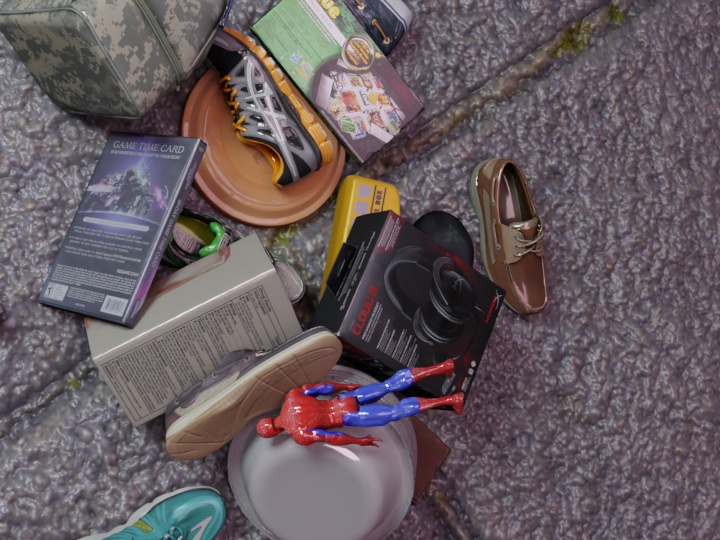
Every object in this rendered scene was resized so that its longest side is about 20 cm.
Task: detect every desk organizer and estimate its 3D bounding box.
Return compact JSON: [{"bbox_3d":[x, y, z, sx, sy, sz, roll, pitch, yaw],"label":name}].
[{"bbox_3d":[0.002,0.171,1.139,0.200,0.072,0.077,44,68,-12],"label":"desk organizer"}]

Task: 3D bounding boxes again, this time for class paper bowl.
[{"bbox_3d":[-0.041,0.208,1.047,0.197,0.105,0.204,2,114,5],"label":"paper bowl"}]

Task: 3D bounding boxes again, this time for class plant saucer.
[{"bbox_3d":[-0.108,-0.151,1.152,0.197,0.032,0.204,3,83,-21],"label":"plant saucer"}]

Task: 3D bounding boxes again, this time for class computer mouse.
[{"bbox_3d":[0.095,0.024,1.203,0.137,0.053,0.203,13,79,-19],"label":"computer mouse"}]

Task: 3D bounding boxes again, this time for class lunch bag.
[{"bbox_3d":[-0.240,-0.255,1.017,0.168,0.198,0.140,-51,129,-25],"label":"lunch bag"}]

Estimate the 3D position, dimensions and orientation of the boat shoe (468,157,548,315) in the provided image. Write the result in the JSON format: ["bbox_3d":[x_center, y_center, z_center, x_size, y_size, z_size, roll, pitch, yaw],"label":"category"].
[{"bbox_3d":[0.189,-0.042,1.239,0.075,0.072,0.203,-20,91,-23],"label":"boat shoe"}]

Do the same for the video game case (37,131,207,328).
[{"bbox_3d":[-0.246,-0.048,1.032,0.019,0.141,0.202,38,67,-49],"label":"video game case"}]

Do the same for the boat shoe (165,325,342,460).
[{"bbox_3d":[-0.111,0.108,0.988,0.199,0.065,0.072,-35,140,5],"label":"boat shoe"}]

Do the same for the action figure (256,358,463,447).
[{"bbox_3d":[-0.003,0.134,0.970,0.197,0.052,0.066,-10,62,-5],"label":"action figure"}]

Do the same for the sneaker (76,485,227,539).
[{"bbox_3d":[-0.222,0.289,1.028,0.198,0.079,0.078,-26,93,-23],"label":"sneaker"}]

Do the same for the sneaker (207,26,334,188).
[{"bbox_3d":[-0.114,-0.180,1.098,0.077,0.078,0.201,-41,99,-12],"label":"sneaker"}]

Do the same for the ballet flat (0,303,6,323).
[{"bbox_3d":[-0.429,-0.020,0.989,0.199,0.072,0.073,32,73,-17],"label":"ballet flat"}]

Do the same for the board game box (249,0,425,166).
[{"bbox_3d":[-0.025,-0.231,1.152,0.104,0.023,0.201,-39,101,-2],"label":"board game box"}]

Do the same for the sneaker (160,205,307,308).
[{"bbox_3d":[-0.146,-0.009,1.091,0.198,0.085,0.079,25,75,-19],"label":"sneaker"}]

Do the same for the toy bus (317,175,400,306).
[{"bbox_3d":[0.000,0.000,1.157,0.077,0.065,0.203,12,80,-13],"label":"toy bus"}]

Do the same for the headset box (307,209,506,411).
[{"bbox_3d":[0.045,0.041,1.088,0.199,0.077,0.150,34,69,-26],"label":"headset box"}]

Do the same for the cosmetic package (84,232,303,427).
[{"bbox_3d":[-0.169,0.059,1.029,0.198,0.087,0.104,-25,125,-7],"label":"cosmetic package"}]

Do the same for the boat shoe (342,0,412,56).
[{"bbox_3d":[-0.034,-0.322,1.181,0.199,0.071,0.092,37,74,-14],"label":"boat shoe"}]
